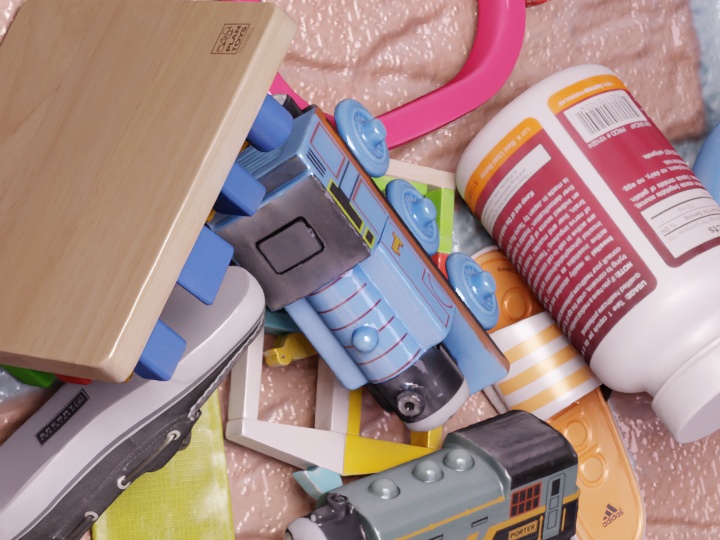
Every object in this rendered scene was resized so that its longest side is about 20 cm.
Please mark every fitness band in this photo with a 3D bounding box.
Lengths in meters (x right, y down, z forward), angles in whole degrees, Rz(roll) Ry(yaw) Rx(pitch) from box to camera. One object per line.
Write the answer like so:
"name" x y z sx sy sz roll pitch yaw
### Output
"fitness band" 0.008 -0.142 1.582 0.199 0.037 0.144 -26 98 -35

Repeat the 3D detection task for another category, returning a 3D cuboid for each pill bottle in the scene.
"pill bottle" 0.151 -0.007 1.580 0.113 0.113 0.200 -24 68 -30

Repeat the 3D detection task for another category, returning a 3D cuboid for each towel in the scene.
"towel" -0.104 0.138 1.515 0.086 0.018 0.201 -6 90 -33

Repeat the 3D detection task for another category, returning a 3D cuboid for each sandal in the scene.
"sandal" 0.125 0.075 1.636 0.079 0.059 0.207 -35 104 -29

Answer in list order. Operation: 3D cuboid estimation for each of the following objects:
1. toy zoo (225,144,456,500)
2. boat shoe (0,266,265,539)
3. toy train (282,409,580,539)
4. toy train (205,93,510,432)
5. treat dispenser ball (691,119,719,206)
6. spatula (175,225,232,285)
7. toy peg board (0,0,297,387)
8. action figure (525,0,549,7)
"toy zoo" -0.010 0.033 1.567 0.131 0.020 0.201 11 76 -32
"boat shoe" -0.120 0.078 1.453 0.200 0.069 0.057 -41 122 5
"toy train" 0.036 0.150 1.546 0.199 0.085 0.115 -16 123 -34
"toy train" 0.000 0.000 1.495 0.200 0.086 0.114 54 25 -18
"treat dispenser ball" 0.288 -0.024 1.661 0.200 0.200 0.202 2 86 -32
"spatula" -0.079 -0.064 1.541 0.056 0.021 0.201 19 77 -29
"toy peg board" -0.119 -0.027 1.423 0.098 0.198 0.201 40 67 -40
"action figure" 0.088 -0.257 1.644 0.065 0.052 0.201 -27 98 -26
